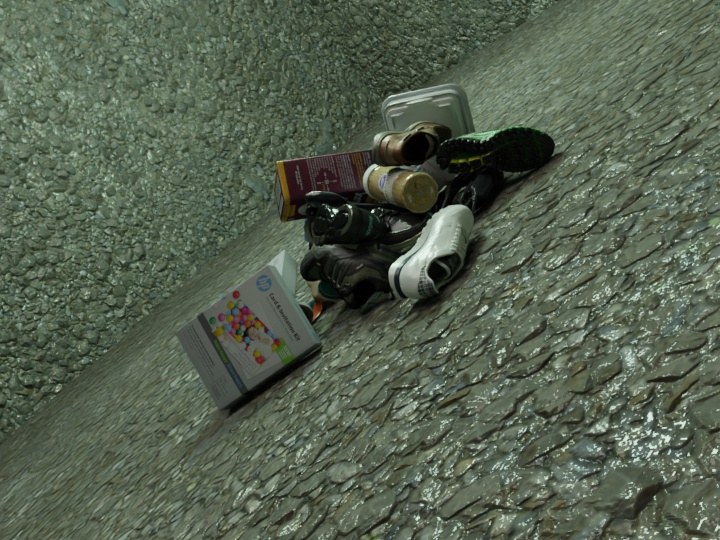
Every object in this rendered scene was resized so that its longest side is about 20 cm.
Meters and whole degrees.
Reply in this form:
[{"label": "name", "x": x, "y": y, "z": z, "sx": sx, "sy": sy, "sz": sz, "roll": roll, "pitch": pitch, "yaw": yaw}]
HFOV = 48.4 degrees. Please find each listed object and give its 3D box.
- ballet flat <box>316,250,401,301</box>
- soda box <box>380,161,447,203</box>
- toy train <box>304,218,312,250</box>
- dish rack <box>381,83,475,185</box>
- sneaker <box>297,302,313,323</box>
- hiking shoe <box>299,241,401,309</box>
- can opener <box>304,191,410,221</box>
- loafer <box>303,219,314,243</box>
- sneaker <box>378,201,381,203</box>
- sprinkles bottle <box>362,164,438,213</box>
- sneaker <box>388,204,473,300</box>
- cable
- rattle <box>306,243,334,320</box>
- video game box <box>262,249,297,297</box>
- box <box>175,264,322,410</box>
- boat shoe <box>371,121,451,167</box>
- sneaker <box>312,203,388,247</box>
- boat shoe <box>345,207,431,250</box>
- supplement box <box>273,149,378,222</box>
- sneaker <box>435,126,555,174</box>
[{"label": "ballet flat", "x": 0.000, "y": 0.000, "z": 1.443, "sx": 0.200, "sy": 0.070, "sz": 0.069, "roll": -39, "pitch": 12, "yaw": -25}, {"label": "soda box", "x": 0.080, "y": -0.128, "z": 1.557, "sx": 0.068, "sy": 0.064, "sz": 0.200, "roll": -48, "pitch": 3, "yaw": -41}, {"label": "toy train", "x": -0.074, "y": -0.108, "z": 1.719, "sx": 0.086, "sy": 0.201, "sz": 0.114, "roll": 13, "pitch": 21, "yaw": 26}, {"label": "dish rack", "x": 0.135, "y": -0.244, "z": 1.530, "sx": 0.171, "sy": 0.200, "sz": 0.044, "roll": -7, "pitch": 28, "yaw": 22}, {"label": "sneaker", "x": -0.165, "y": 0.106, "z": 1.471, "sx": 0.200, "sy": 0.071, "sz": 0.113, "roll": -36, "pitch": 16, "yaw": 16}, {"label": "hiking shoe", "x": -0.027, "y": 0.012, "z": 1.313, "sx": 0.200, "sy": 0.076, "sz": 0.101, "roll": -8, "pitch": 67, "yaw": 39}, {"label": "can opener", "x": -0.007, "y": -0.103, "z": 1.479, "sx": 0.079, "sy": 0.199, "sz": 0.064, "roll": -29, "pitch": -50, "yaw": -84}, {"label": "loafer", "x": -0.031, "y": -0.077, "z": 1.648, "sx": 0.063, "sy": 0.072, "sz": 0.200, "roll": -14, "pitch": -10, "yaw": 35}, {"label": "sneaker", "x": 0.050, "y": -0.139, "z": 1.742, "sx": 0.200, "sy": 0.081, "sz": 0.083, "roll": -25, "pitch": 12, "yaw": 46}, {"label": "sprinkles bottle", "x": 0.067, "y": -0.147, "z": 1.400, "sx": 0.068, "sy": 0.068, "sz": 0.200, "roll": -39, "pitch": 21, "yaw": -8}, {"label": "sneaker", "x": 0.126, "y": -0.027, "z": 1.184, "sx": 0.080, "sy": 0.076, "sz": 0.200, "roll": -6, "pitch": 37, "yaw": 46}, {"label": "cable", "x": 0.177, "y": -0.124, "z": 1.430, "sx": 0.163, "sy": 0.051, "sz": 0.200, "roll": -34, "pitch": 16, "yaw": 39}, {"label": "rattle", "x": -0.039, "y": 0.023, "z": 1.528, "sx": 0.130, "sy": 0.143, "sz": 0.201, "roll": -19, "pitch": 57, "yaw": 41}, {"label": "video game box", "x": -0.193, "y": 0.061, "z": 1.445, "sx": 0.182, "sy": 0.047, "sz": 0.200, "roll": -39, "pitch": 15, "yaw": 9}, {"label": "box", "x": -0.185, "y": 0.111, "z": 1.318, "sx": 0.200, "sy": 0.156, "sz": 0.041, "roll": -34, "pitch": -12, "yaw": 9}, {"label": "boat shoe", "x": 0.105, "y": -0.217, "z": 1.411, "sx": 0.072, "sy": 0.076, "sz": 0.200, "roll": 13, "pitch": 27, "yaw": 39}, {"label": "sneaker", "x": -0.023, "y": -0.069, "z": 1.344, "sx": 0.200, "sy": 0.079, "sz": 0.076, "roll": -169, "pitch": 90, "yaw": -67}, {"label": "boat shoe", "x": 0.033, "y": -0.075, "z": 1.383, "sx": 0.200, "sy": 0.065, "sz": 0.072, "roll": -6, "pitch": 37, "yaw": 40}, {"label": "supplement box", "x": -0.064, "y": -0.166, "z": 1.576, "sx": 0.199, "sy": 0.086, "sz": 0.110, "roll": -9, "pitch": -17, "yaw": -12}, {"label": "sneaker", "x": 0.234, "y": -0.215, "z": 1.385, "sx": 0.199, "sy": 0.078, "sz": 0.085, "roll": 1, "pitch": 22, "yaw": 19}]
